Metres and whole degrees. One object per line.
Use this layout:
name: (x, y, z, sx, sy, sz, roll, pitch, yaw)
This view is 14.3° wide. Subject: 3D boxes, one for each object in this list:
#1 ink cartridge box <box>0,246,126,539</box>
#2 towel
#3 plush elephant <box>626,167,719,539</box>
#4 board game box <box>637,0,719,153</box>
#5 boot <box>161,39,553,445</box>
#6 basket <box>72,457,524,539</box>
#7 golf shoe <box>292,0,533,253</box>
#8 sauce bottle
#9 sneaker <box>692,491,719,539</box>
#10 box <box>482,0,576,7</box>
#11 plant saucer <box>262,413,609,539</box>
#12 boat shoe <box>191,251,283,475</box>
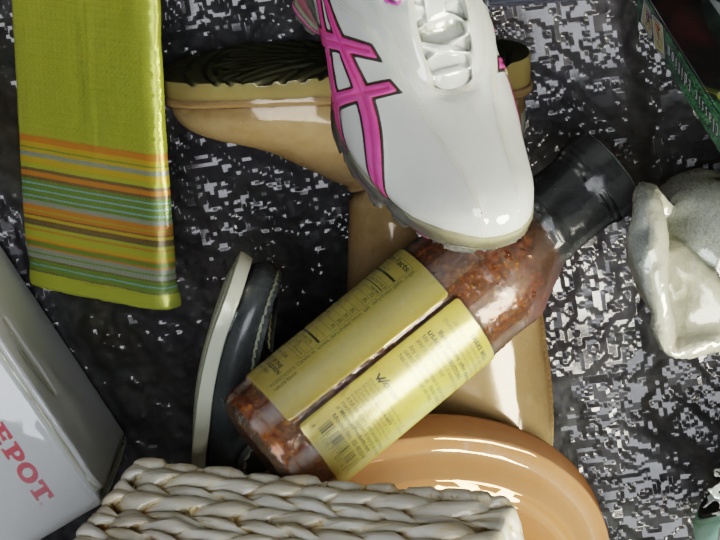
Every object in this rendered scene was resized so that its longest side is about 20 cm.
ink cartridge box: (-0.230, 0.081, 1.321, 0.200, 0.088, 0.145, -30, 104, 14)
towel: (-0.118, -0.083, 1.279, 0.086, 0.018, 0.200, 11, 111, 34)
plush elephant: (0.188, 0.001, 1.230, 0.200, 0.165, 0.155, -40, 92, 6)
board game box: (0.198, -0.065, 1.187, 0.105, 0.200, 0.023, -12, 134, -11)
boot: (0.000, 0.000, 1.294, 0.175, 0.066, 0.200, 0, 109, 4)
basket: (-0.031, 0.199, 1.183, 0.198, 0.161, 0.200, 4, 131, 24)
golf shoe: (0.018, -0.099, 1.194, 0.072, 0.200, 0.092, -16, 152, -19)
sauce bottle: (0.034, 0.019, 1.236, 0.200, 0.066, 0.066, -37, 103, -7)
sneaker: (0.264, 0.128, 1.311, 0.200, 0.078, 0.140, -22, 104, 10)
box: (0.144, -0.223, 1.183, 0.200, 0.123, 0.199, -3, 107, 6)
plant saucer: (0.020, 0.152, 1.315, 0.200, 0.032, 0.201, -8, 129, -10)
boat shoe: (-0.044, 0.077, 1.304, 0.067, 0.072, 0.200, 7, 126, 5)
